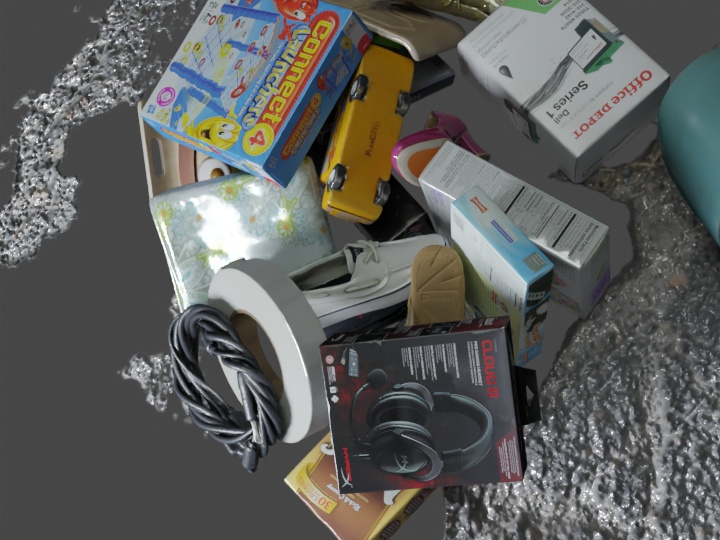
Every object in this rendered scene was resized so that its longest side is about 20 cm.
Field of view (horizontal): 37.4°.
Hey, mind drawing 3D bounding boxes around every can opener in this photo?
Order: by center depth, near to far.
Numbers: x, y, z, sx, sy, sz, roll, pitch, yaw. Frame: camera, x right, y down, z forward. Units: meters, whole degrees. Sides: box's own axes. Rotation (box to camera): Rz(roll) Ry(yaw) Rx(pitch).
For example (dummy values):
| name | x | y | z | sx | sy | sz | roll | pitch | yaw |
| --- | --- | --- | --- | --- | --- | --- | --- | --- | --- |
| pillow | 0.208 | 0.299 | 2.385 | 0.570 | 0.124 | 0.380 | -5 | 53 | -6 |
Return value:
| name | x | y | z | sx | sy | sz | roll | pitch | yaw |
| --- | --- | --- | --- | --- | --- | --- | --- | --- | --- |
| can opener | 0.010 | 0.055 | 1.186 | 0.199 | 0.063 | 0.079 | -21 | 58 | 7 |

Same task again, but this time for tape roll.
| name | x | y | z | sx | sy | sz | roll | pitch | yaw |
| --- | --- | --- | --- | --- | --- | --- | --- | --- | --- |
| tape roll | -0.097 | 0.085 | 1.136 | 0.037 | 0.203 | 0.203 | -23 | 60 | -31 |

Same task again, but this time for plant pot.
| name | x | y | z | sx | sy | sz | roll | pitch | yaw |
| --- | --- | --- | --- | --- | --- | --- | --- | --- | --- |
| plant pot | 0.403 | -0.137 | 1.093 | 0.200 | 0.201 | 0.161 | -32 | 51 | 1 |

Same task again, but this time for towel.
| name | x | y | z | sx | sy | sz | roll | pitch | yaw |
| --- | --- | --- | --- | --- | --- | --- | --- | --- | --- |
| towel | -0.129 | -0.026 | 1.214 | 0.199 | 0.048 | 0.172 | -12 | 104 | 13 |

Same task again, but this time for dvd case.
| name | x | y | z | sx | sy | sz | roll | pitch | yaw |
| --- | --- | --- | --- | --- | --- | --- | --- | --- | --- |
| dvd case | -0.008 | -0.242 | 1.289 | 0.200 | 0.025 | 0.150 | -27 | 61 | -25 |

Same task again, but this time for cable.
| name | x | y | z | sx | sy | sz | roll | pitch | yaw |
| --- | --- | --- | --- | --- | --- | --- | --- | --- | --- |
| cable | -0.156 | 0.117 | 1.160 | 0.051 | 0.163 | 0.200 | -23 | 59 | -28 |

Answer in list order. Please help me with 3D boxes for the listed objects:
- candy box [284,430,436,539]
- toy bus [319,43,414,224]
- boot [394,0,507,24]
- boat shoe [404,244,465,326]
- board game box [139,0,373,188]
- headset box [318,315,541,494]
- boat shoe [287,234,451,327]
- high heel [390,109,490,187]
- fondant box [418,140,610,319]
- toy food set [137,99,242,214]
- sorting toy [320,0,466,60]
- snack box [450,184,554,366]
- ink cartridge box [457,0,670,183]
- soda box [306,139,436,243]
| name | x | y | z | sx | sy | sz | roll | pitch | yaw |
| --- | --- | --- | --- | --- | --- | --- | --- | --- | --- |
| candy box | 0.031 | 0.194 | 1.130 | 0.200 | 0.056 | 0.117 | -46 | 65 | -5 |
| toy bus | 0.004 | -0.150 | 1.183 | 0.065 | 0.078 | 0.201 | 18 | 74 | -18 |
| boot | 0.101 | -0.335 | 1.259 | 0.155 | 0.200 | 0.073 | 25 | 109 | 20 |
| boat shoe | 0.080 | 0.075 | 1.101 | 0.073 | 0.069 | 0.201 | 6 | 89 | 8 |
| board game box | -0.118 | -0.216 | 1.186 | 0.196 | 0.056 | 0.200 | 24 | 81 | 32 |
| headset box | 0.072 | 0.128 | 1.028 | 0.199 | 0.077 | 0.149 | -6 | 96 | 13 |
| boat shoe | 0.000 | 0.000 | 1.149 | 0.199 | 0.066 | 0.072 | -20 | 40 | 6 |
| high heel | 0.069 | -0.149 | 1.189 | 0.096 | 0.200 | 0.067 | 44 | 120 | 20 |
| fondant box | 0.167 | -0.042 | 1.139 | 0.200 | 0.144 | 0.058 | 33 | 78 | 24 |
| toy food set | -0.172 | -0.143 | 1.267 | 0.199 | 0.060 | 0.144 | -3 | 97 | 28 |
| sorting toy | 0.013 | -0.305 | 1.267 | 0.200 | 0.185 | 0.037 | 30 | 117 | 13 |
| snack box | 0.142 | 0.012 | 1.092 | 0.037 | 0.200 | 0.116 | -34 | 64 | -13 |
| ink cartridge box | 0.231 | -0.222 | 1.216 | 0.146 | 0.084 | 0.200 | -42 | 71 | -3 |
| soda box | -0.001 | -0.100 | 1.252 | 0.071 | 0.063 | 0.200 | -39 | 63 | -2 |
